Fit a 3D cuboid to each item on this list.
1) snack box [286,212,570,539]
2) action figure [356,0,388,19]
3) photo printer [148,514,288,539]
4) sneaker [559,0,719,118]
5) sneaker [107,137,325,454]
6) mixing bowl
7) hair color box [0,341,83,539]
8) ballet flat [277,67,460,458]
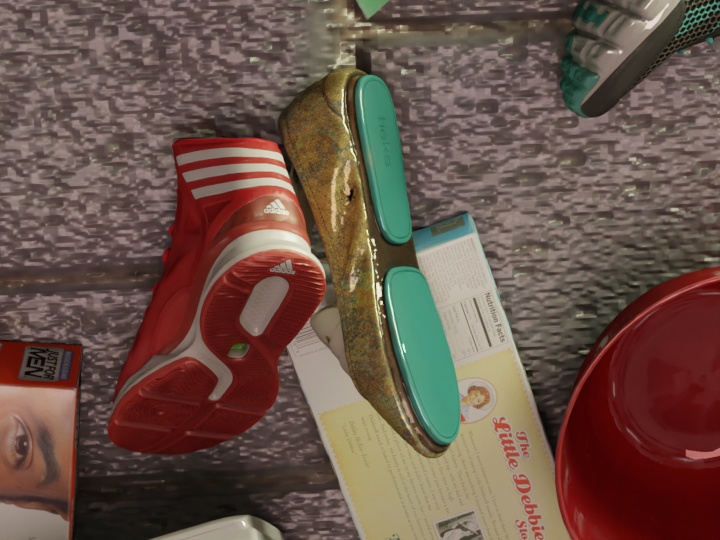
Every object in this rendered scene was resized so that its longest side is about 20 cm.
[{"bbox_3d":[0.038,0.081,1.027,0.116,0.037,0.201,-19,110,3],"label":"snack box"},{"bbox_3d":[0.067,-0.218,0.911,0.199,0.055,0.118,-24,108,9],"label":"action figure"},{"bbox_3d":[-0.131,0.189,0.992,0.199,0.166,0.070,-18,77,3],"label":"photo printer"},{"bbox_3d":[0.183,-0.144,0.938,0.091,0.078,0.200,36,105,-19],"label":"sneaker"},{"bbox_3d":[-0.077,0.007,0.982,0.078,0.116,0.200,13,141,-28],"label":"sneaker"},{"bbox_3d":[0.192,0.076,0.998,0.199,0.108,0.201,-2,110,-4],"label":"mixing bowl"},{"bbox_3d":[-0.249,0.094,0.998,0.199,0.064,0.111,3,109,-6],"label":"hair color box"},{"bbox_3d":[0.000,0.000,0.951,0.070,0.071,0.201,-12,82,1],"label":"ballet flat"}]
